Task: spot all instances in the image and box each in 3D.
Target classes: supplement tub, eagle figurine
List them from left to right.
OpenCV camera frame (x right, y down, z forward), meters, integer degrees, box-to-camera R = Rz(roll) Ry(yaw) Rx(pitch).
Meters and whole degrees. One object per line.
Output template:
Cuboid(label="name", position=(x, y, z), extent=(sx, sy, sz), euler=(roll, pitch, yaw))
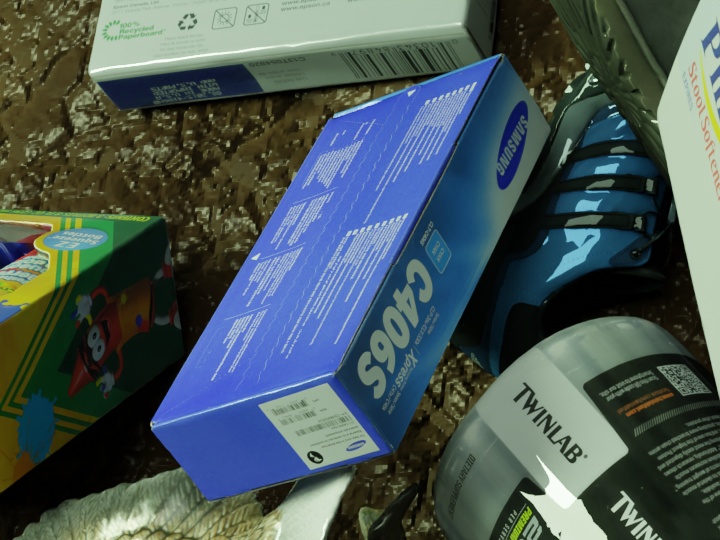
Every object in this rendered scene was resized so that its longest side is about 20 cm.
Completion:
Cuboid(label="eagle figurine", position=(-0.069, 0.149, 0.996), extent=(0.198, 0.152, 0.152), euler=(-5, 71, -2))
Cuboid(label="supplement tub", position=(0.127, 0.122, 0.959), extent=(0.122, 0.123, 0.200), euler=(-41, 54, -1))

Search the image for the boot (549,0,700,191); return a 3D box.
Cuboid(label="boot", position=(0.185, -0.126, 1.040), extent=(0.199, 0.182, 0.073), euler=(-35, 13, -3))

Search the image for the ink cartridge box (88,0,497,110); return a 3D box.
Cuboid(label="ink cartridge box", position=(-0.024, -0.179, 1.244), extent=(0.198, 0.041, 0.201), euler=(-4, 61, 22))

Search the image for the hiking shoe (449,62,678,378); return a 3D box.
Cuboid(label="hiking shoe", position=(0.111, -0.032, 1.093), extent=(0.200, 0.074, 0.087), euler=(-46, 70, 2))

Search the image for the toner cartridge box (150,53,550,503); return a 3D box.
Cuboid(label="toner cartridge box", position=(0.000, 0.000, 1.009), extent=(0.095, 0.043, 0.201), euler=(-16, 31, 36))

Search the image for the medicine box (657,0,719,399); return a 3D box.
Cuboid(label="medicine box", position=(0.227, -0.017, 0.933), extent=(0.198, 0.103, 0.183), euler=(-1, 57, -11))

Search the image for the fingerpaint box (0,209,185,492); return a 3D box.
Cuboid(label="fingerpaint box", position=(-0.206, 0.028, 1.136), extent=(0.199, 0.074, 0.167), euler=(3, 21, 26))
